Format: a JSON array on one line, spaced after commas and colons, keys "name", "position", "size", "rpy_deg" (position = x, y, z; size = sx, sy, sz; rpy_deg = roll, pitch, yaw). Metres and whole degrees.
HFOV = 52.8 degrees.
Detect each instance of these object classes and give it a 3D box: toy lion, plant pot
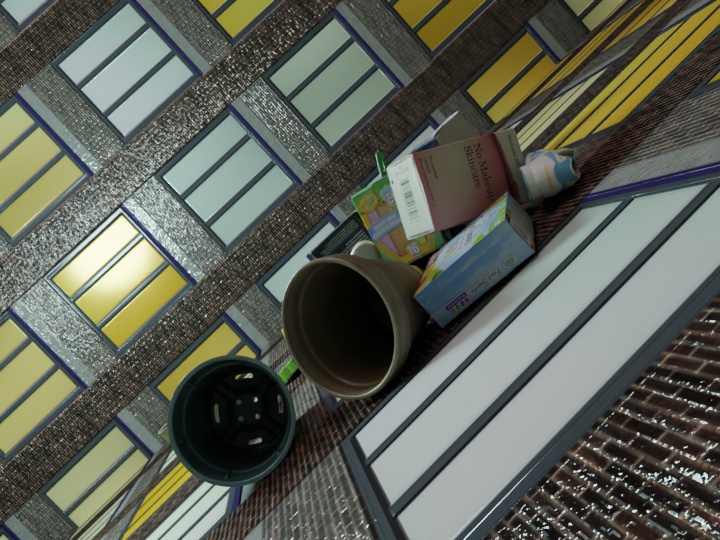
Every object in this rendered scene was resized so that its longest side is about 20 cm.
[{"name": "toy lion", "position": [-0.130, 0.192, 1.795], "size": [0.200, 0.069, 0.192], "rpy_deg": [-48, -1, -42]}, {"name": "plant pot", "position": [0.015, 0.064, 1.052], "size": [0.200, 0.201, 0.173], "rpy_deg": [-40, -12, 35]}, {"name": "plant pot", "position": [-0.200, 0.241, 1.217], "size": [0.200, 0.200, 0.196], "rpy_deg": [-44, -4, -4]}]

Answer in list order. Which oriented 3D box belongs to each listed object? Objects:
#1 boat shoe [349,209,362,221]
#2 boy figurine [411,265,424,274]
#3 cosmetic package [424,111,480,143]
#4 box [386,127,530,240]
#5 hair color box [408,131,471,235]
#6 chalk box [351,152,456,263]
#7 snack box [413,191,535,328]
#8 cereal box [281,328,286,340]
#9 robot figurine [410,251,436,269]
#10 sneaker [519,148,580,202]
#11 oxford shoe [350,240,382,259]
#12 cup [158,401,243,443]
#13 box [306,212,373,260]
[{"name": "boat shoe", "position": [0.052, -0.105, 1.470], "size": [0.199, 0.065, 0.073], "rpy_deg": [0, 65, 55]}, {"name": "boy figurine", "position": [0.074, 0.046, 1.276], "size": [0.125, 0.064, 0.200], "rpy_deg": [-59, -4, 23]}, {"name": "cosmetic package", "position": [0.230, -0.231, 1.570], "size": [0.113, 0.200, 0.081], "rpy_deg": [-42, 5, 0]}, {"name": "box", "position": [0.164, -0.141, 1.190], "size": [0.199, 0.129, 0.109], "rpy_deg": [-18, 1, -21]}, {"name": "hair color box", "position": [0.167, -0.145, 1.311], "size": [0.060, 0.201, 0.100], "rpy_deg": [-30, 8, 19]}, {"name": "chalk box", "position": [0.069, -0.117, 1.309], "size": [0.123, 0.201, 0.124], "rpy_deg": [-28, 1, 17]}, {"name": "snack box", "position": [0.169, -0.022, 1.051], "size": [0.168, 0.068, 0.200], "rpy_deg": [-42, 5, 21]}, {"name": "cereal box", "position": [-0.064, 0.096, 1.630], "size": [0.199, 0.040, 0.144], "rpy_deg": [-14, -21, -46]}, {"name": "robot figurine", "position": [0.106, -0.086, 1.561], "size": [0.150, 0.125, 0.201], "rpy_deg": [-34, 38, 20]}, {"name": "sneaker", "position": [0.303, -0.154, 1.140], "size": [0.080, 0.077, 0.200], "rpy_deg": [-18, 11, 20]}, {"name": "oxford shoe", "position": [0.013, 0.046, 1.305], "size": [0.074, 0.202, 0.058], "rpy_deg": [-2, 17, -15]}, {"name": "cup", "position": [-0.317, 0.332, 1.578], "size": [0.200, 0.143, 0.200], "rpy_deg": [-42, 5, 4]}, {"name": "box", "position": [0.000, 0.000, 1.483], "size": [0.123, 0.199, 0.200], "rpy_deg": [-42, 4, -5]}]
